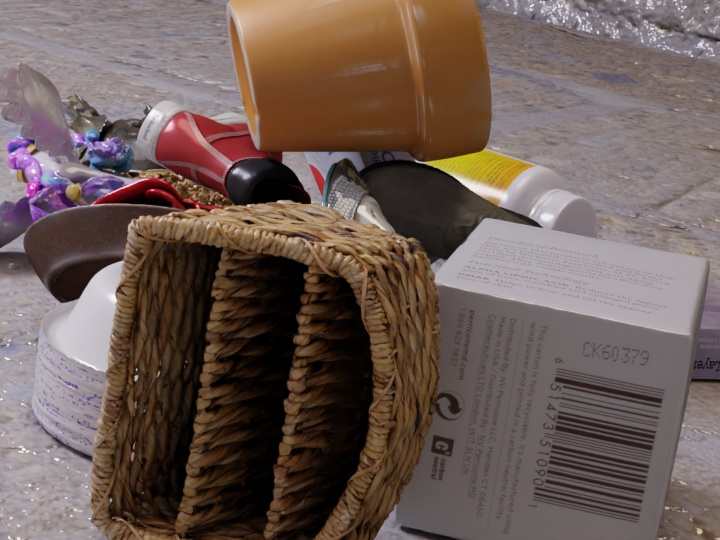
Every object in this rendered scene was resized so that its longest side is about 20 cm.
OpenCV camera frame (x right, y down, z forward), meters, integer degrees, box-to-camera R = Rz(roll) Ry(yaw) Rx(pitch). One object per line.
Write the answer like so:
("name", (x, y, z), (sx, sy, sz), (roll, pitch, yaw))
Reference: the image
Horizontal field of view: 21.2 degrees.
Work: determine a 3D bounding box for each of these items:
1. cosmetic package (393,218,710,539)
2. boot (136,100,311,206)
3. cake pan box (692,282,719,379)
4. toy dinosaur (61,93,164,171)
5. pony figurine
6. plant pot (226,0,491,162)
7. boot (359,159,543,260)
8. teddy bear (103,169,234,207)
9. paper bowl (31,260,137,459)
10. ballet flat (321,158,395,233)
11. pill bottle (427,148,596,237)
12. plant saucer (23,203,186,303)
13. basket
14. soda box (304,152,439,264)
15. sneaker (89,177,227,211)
("cosmetic package", (0.129, 0.075, 1.256), (0.164, 0.165, 0.200), (11, 15, 11))
("boot", (-0.086, -0.079, 1.651), (0.144, 0.073, 0.200), (30, 9, 21))
("cake pan box", (0.244, 0.041, 1.663), (0.199, 0.052, 0.184), (2, 19, -23))
("toy dinosaur", (-0.224, -0.125, 1.986), (0.200, 0.077, 0.102), (26, 34, 33))
("pony figurine", (-0.248, -0.071, 1.642), (0.200, 0.167, 0.193), (23, 2, 17))
("plant pot", (-0.008, -0.176, 1.573), (0.183, 0.201, 0.200), (-13, 19, -7))
("boot", (0.092, -0.027, 1.574), (0.199, 0.068, 0.131), (18, 13, -18))
("teddy bear", (-0.178, -0.062, 1.792), (0.199, 0.067, 0.145), (-3, 9, -17))
("paper bowl", (-0.118, 0.056, 1.302), (0.200, 0.105, 0.201), (7, 16, -2))
("ballet flat", (-0.005, -0.005, 1.505), (0.072, 0.072, 0.201), (10, 53, 5))
("pill bottle", (0.122, -0.058, 1.836), (0.200, 0.110, 0.109), (21, 19, 37))
("plant saucer", (-0.152, 0.006, 1.430), (0.200, 0.035, 0.200), (5, -23, 2))
("basket", (-0.050, 0.072, 1.102), (0.142, 0.201, 0.149), (21, 17, 32))
("soda box", (0.003, -0.089, 1.690), (0.063, 0.200, 0.068), (-10, -19, -42))
("sneaker", (-0.121, -0.022, 1.472), (0.199, 0.079, 0.116), (-2, -11, -15))
